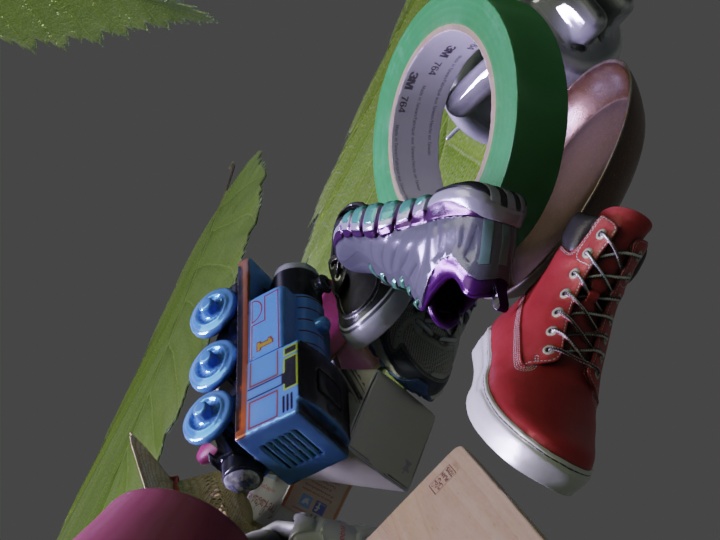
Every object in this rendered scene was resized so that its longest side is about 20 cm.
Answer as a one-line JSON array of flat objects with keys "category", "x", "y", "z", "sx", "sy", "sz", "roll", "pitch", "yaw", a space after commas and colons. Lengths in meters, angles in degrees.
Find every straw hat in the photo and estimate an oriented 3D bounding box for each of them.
[{"category": "straw hat", "x": -0.125, "y": 0.211, "z": 1.086, "sx": 0.084, "sy": 0.203, "sz": 0.201, "roll": -19, "pitch": 8, "yaw": -11}]

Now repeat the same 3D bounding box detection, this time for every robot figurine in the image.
[{"category": "robot figurine", "x": 0.138, "y": -0.178, "z": 1.081, "sx": 0.169, "sy": 0.113, "sz": 0.200, "roll": -29, "pitch": -10, "yaw": -38}]

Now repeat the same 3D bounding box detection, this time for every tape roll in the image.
[{"category": "tape roll", "x": 0.078, "y": -0.106, "z": 0.979, "sx": 0.200, "sy": 0.048, "sz": 0.203, "roll": -15, "pitch": 72, "yaw": 59}]

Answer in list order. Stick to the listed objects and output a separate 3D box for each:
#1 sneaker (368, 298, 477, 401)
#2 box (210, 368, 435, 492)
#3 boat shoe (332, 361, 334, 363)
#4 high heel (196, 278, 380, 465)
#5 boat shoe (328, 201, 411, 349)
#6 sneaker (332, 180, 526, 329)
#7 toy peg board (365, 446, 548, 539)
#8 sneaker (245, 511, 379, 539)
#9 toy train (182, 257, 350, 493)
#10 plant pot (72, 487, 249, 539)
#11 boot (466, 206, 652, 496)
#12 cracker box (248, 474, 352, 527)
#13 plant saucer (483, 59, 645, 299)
[{"category": "sneaker", "x": 0.060, "y": 0.020, "z": 1.061, "sx": 0.085, "sy": 0.077, "sz": 0.201, "roll": -47, "pitch": 19, "yaw": 32}, {"category": "box", "x": -0.041, "y": 0.125, "z": 1.059, "sx": 0.199, "sy": 0.082, "sz": 0.069, "roll": -2, "pitch": 56, "yaw": 47}, {"category": "boat shoe", "x": -0.063, "y": 0.111, "z": 1.354, "sx": 0.200, "sy": 0.067, "sz": 0.072, "roll": -45, "pitch": 19, "yaw": 47}, {"category": "high heel", "x": -0.081, "y": 0.095, "z": 1.203, "sx": 0.199, "sy": 0.097, "sz": 0.067, "roll": -32, "pitch": 8, "yaw": -19}, {"category": "boat shoe", "x": 0.000, "y": 0.000, "z": 1.054, "sx": 0.069, "sy": 0.057, "sz": 0.200, "roll": -41, "pitch": 15, "yaw": 15}, {"category": "sneaker", "x": 0.036, "y": -0.001, "z": 0.906, "sx": 0.199, "sy": 0.074, "sz": 0.089, "roll": -16, "pitch": 65, "yaw": 59}, {"category": "toy peg board", "x": 0.041, "y": 0.226, "z": 0.716, "sx": 0.199, "sy": 0.098, "sz": 0.200, "roll": -45, "pitch": 14, "yaw": -1}, {"category": "sneaker", "x": -0.062, "y": 0.239, "z": 1.006, "sx": 0.200, "sy": 0.099, "sz": 0.078, "roll": -51, "pitch": 16, "yaw": 38}, {"category": "toy train", "x": -0.069, "y": 0.075, "z": 0.998, "sx": 0.113, "sy": 0.087, "sz": 0.201, "roll": -25, "pitch": 40, "yaw": 20}, {"category": "plant pot", "x": -0.154, "y": 0.254, "z": 0.874, "sx": 0.200, "sy": 0.199, "sz": 0.179, "roll": -51, "pitch": 7, "yaw": 37}, {"category": "boot", "x": 0.130, "y": 0.035, "z": 0.778, "sx": 0.145, "sy": 0.072, "sz": 0.200, "roll": -55, "pitch": 11, "yaw": 18}, {"category": "cracker box", "x": -0.082, "y": 0.243, "z": 1.164, "sx": 0.202, "sy": 0.057, "sz": 0.134, "roll": -64, "pitch": 15, "yaw": -11}, {"category": "plant saucer", "x": 0.151, "y": -0.061, "z": 0.968, "sx": 0.201, "sy": 0.034, "sz": 0.201, "roll": -56, "pitch": 14, "yaw": 21}]
